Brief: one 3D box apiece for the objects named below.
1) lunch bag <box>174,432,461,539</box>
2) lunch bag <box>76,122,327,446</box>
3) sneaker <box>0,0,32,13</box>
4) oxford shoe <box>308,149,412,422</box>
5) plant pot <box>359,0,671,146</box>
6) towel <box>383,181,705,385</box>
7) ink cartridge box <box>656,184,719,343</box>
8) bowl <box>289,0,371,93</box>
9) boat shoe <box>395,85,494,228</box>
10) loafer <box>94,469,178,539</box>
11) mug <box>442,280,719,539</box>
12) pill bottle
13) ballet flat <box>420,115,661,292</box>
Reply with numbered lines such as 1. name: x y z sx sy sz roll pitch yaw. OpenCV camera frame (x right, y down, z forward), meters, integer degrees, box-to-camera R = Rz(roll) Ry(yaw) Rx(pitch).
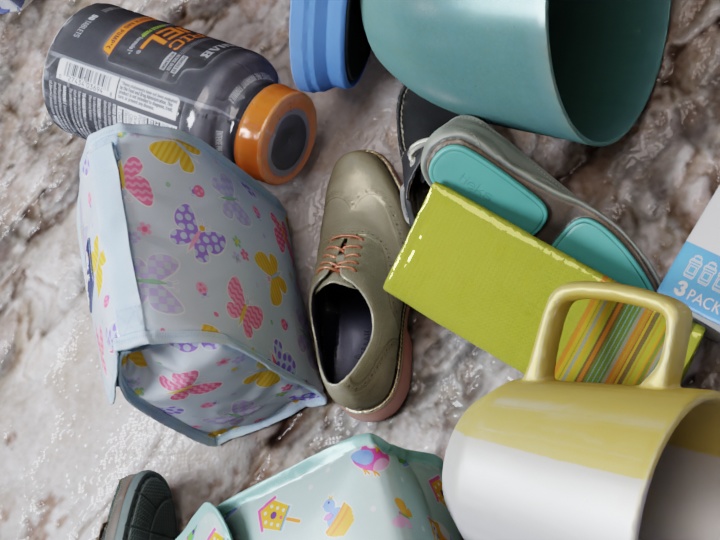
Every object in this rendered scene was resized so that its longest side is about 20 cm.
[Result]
1. lunch bag: -0.032 0.219 1.121 0.200 0.122 0.170 -25 64 22
2. lunch bag: -0.124 0.009 1.194 0.127 0.200 0.170 -21 64 15
3. sneaker: -0.323 -0.300 1.476 0.115 0.081 0.200 -9 61 25
4. oxford shoe: 0.000 0.000 1.214 0.071 0.074 0.200 -13 66 19
5. plant pot: 0.097 -0.189 1.176 0.161 0.201 0.201 8 74 31
6. towel: 0.117 0.025 1.130 0.200 0.018 0.086 30 111 10
7. ink cartridge box: 0.290 -0.037 1.102 0.115 0.068 0.200 28 84 29
8. bowl: -0.008 -0.223 1.235 0.039 0.201 0.201 10 74 7
9. boat shoe: 0.060 -0.058 1.217 0.074 0.060 0.200 -17 65 17
10. loafer: -0.170 0.238 1.205 0.063 0.072 0.200 -9 69 27
11. mug: 0.143 0.118 1.079 0.153 0.149 0.187 11 63 36
12. pill bottle: -0.131 -0.125 1.302 0.200 0.106 0.106 21 81 28
13. ballet flat: 0.129 -0.033 1.157 0.200 0.064 0.067 39 120 -3
